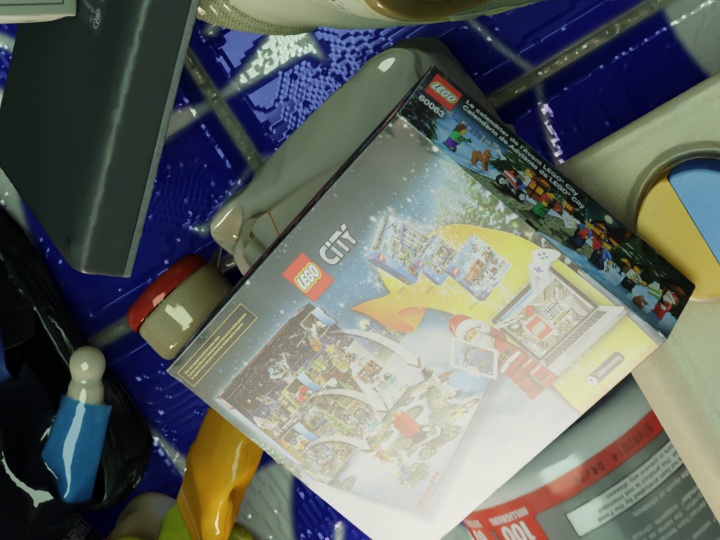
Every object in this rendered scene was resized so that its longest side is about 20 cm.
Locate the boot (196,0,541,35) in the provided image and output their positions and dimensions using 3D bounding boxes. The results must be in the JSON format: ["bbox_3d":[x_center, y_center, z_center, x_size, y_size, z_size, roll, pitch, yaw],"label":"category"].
[{"bbox_3d":[0.035,-0.143,1.195,0.154,0.200,0.072,0,104,53],"label":"boot"}]

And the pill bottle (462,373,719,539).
[{"bbox_3d":[0.135,0.147,1.251,0.116,0.116,0.200,-29,99,18],"label":"pill bottle"}]

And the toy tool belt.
[{"bbox_3d":[0.000,0.000,1.232,0.123,0.125,0.200,47,110,4],"label":"toy tool belt"}]

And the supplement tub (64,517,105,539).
[{"bbox_3d":[-0.181,0.144,1.318,0.200,0.107,0.107,43,110,-3],"label":"supplement tub"}]

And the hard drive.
[{"bbox_3d":[-0.111,-0.116,1.213,0.033,0.140,0.201,6,111,-27],"label":"hard drive"}]

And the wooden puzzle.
[{"bbox_3d":[0.190,0.001,1.101,0.200,0.046,0.186,-30,94,20],"label":"wooden puzzle"}]

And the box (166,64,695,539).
[{"bbox_3d":[0.024,0.024,1.138,0.137,0.038,0.200,40,135,-4],"label":"box"}]

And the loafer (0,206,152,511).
[{"bbox_3d":[-0.170,0.027,1.297,0.068,0.070,0.201,-37,97,11],"label":"loafer"}]

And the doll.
[{"bbox_3d":[-0.166,0.068,1.237,0.136,0.048,0.200,-32,81,20],"label":"doll"}]

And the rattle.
[{"bbox_3d":[-0.014,0.152,1.283,0.200,0.130,0.143,36,98,-4],"label":"rattle"}]

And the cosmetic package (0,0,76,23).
[{"bbox_3d":[-0.189,-0.204,1.185,0.087,0.103,0.201,2,95,46],"label":"cosmetic package"}]
